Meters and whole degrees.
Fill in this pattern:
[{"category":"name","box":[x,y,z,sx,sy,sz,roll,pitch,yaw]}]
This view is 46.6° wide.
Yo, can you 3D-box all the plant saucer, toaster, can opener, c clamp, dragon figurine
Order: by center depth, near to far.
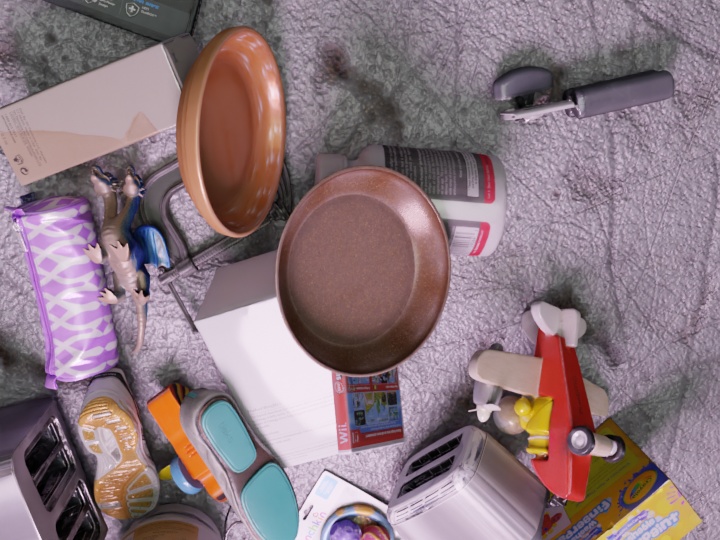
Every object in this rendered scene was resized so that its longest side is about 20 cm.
[{"category":"plant saucer","box":[0.000,0.000,0.813,0.198,0.037,0.203,-3,96,-30]},{"category":"plant saucer","box":[-0.126,-0.135,0.820,0.037,0.200,0.203,6,104,16]},{"category":"toaster","box":[-0.369,0.254,0.888,0.117,0.200,0.183,-17,104,2]},{"category":"dragon figurine","box":[-0.244,-0.014,0.898,0.058,0.100,0.202,-6,121,12]},{"category":"can opener","box":[0.245,-0.204,0.925,0.197,0.053,0.068,-13,105,-4]},{"category":"c clamp","box":[-0.156,-0.055,0.931,0.199,0.027,0.172,-35,99,4]},{"category":"toaster","box":[0.124,0.268,0.967,0.129,0.114,0.200,43,130,-10]}]

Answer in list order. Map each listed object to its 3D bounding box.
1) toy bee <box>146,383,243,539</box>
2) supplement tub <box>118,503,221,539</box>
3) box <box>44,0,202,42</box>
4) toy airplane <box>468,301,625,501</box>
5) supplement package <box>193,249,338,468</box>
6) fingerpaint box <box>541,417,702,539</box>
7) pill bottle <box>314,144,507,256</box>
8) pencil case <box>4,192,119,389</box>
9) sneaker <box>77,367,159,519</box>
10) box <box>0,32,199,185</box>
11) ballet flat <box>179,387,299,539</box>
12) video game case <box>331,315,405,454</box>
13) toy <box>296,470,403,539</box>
[{"category":"toy bee","box":[-0.172,0.226,0.965,0.129,0.109,0.203,-13,83,13]},{"category":"supplement tub","box":[-0.218,0.365,0.929,0.142,0.200,0.147,-1,104,-6]},{"category":"box","box":[-0.248,-0.332,0.841,0.198,0.046,0.161,18,101,-11]},{"category":"toy airplane","box":[0.207,0.138,0.958,0.141,0.199,0.201,-32,98,38]},{"category":"supplement package","box":[-0.076,0.092,0.899,0.115,0.118,0.202,-16,115,12]},{"category":"fingerpaint box","box":[0.270,0.294,0.987,0.200,0.167,0.073,-41,104,3]},{"category":"pill bottle","box":[0.050,-0.077,0.903,0.197,0.111,0.112,4,103,-8]},{"category":"pencil case","box":[-0.315,0.017,0.893,0.083,0.085,0.203,0,107,35]},{"category":"sneaker","box":[-0.269,0.197,0.953,0.075,0.088,0.202,-4,127,-10]},{"category":"box","box":[-0.253,-0.162,0.834,0.198,0.095,0.079,-17,108,14]},{"category":"ballet flat","box":[-0.125,0.205,0.876,0.067,0.063,0.202,-37,114,-29]},{"category":"video game case","box":[0.005,0.087,0.892,0.017,0.143,0.203,-10,80,24]},{"category":"toy","box":[0.012,0.348,1.030,0.199,0.047,0.116,31,96,-13]}]
